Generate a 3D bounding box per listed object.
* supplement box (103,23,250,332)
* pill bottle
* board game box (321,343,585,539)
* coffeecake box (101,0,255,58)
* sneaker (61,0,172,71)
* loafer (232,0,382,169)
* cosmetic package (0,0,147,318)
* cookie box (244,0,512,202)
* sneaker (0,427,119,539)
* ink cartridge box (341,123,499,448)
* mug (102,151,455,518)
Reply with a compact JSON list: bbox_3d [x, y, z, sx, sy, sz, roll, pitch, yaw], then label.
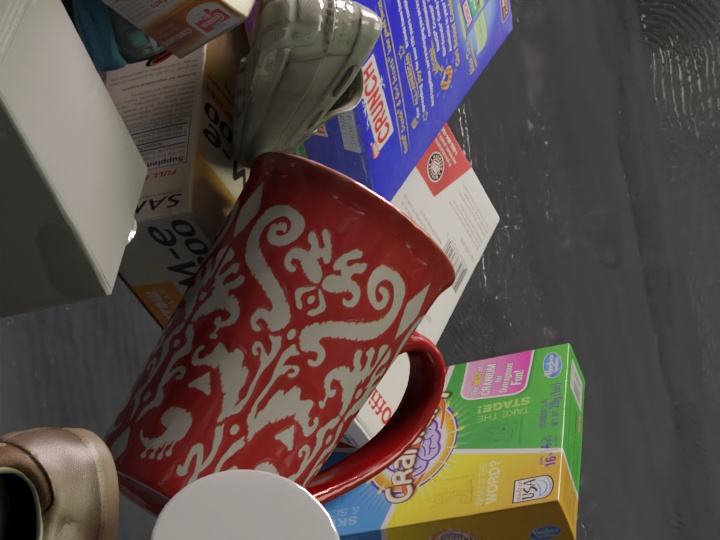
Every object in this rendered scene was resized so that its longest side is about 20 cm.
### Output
[{"bbox_3d":[-0.102,-0.074,1.312,0.126,0.073,0.201,56,29,-49],"label":"supplement box"},{"bbox_3d":[-0.063,0.193,1.094,0.200,0.113,0.114,99,-6,-54],"label":"pill bottle"},{"bbox_3d":[0.051,0.132,1.453,0.153,0.199,0.040,-80,152,-49],"label":"board game box"},{"bbox_3d":[-0.128,-0.238,1.137,0.200,0.073,0.154,36,57,-25],"label":"coffeecake box"},{"bbox_3d":[-0.141,-0.215,1.219,0.079,0.095,0.201,-177,-100,-69],"label":"sneaker"},{"bbox_3d":[-0.033,-0.102,1.200,0.200,0.070,0.070,126,-32,-73],"label":"loafer"},{"bbox_3d":[-0.186,-0.084,1.049,0.107,0.090,0.200,-79,155,-50],"label":"cosmetic package"},{"bbox_3d":[0.015,-0.164,1.331,0.200,0.075,0.171,-55,149,-35],"label":"cookie box"},{"bbox_3d":[-0.159,0.178,1.035,0.075,0.070,0.201,2,79,-45],"label":"sneaker"},{"bbox_3d":[0.000,0.000,1.447,0.200,0.083,0.147,-62,146,-21],"label":"ink cartridge box"},{"bbox_3d":[-0.036,0.064,1.189,0.200,0.177,0.133,-58,-169,-16],"label":"mug"}]
